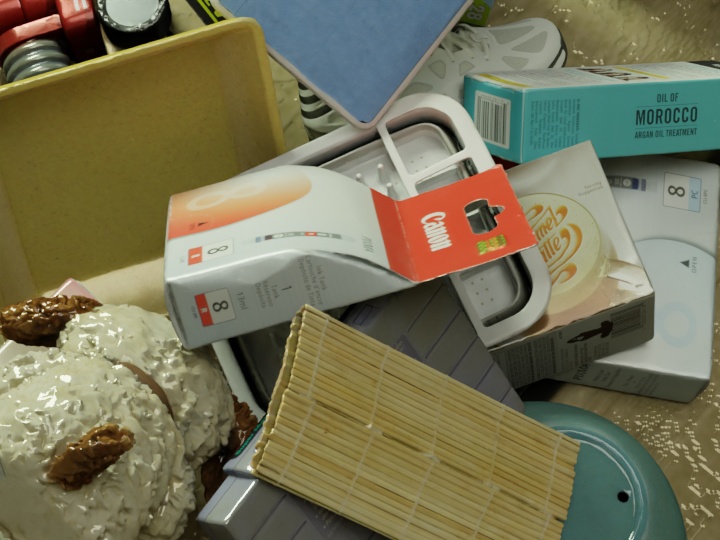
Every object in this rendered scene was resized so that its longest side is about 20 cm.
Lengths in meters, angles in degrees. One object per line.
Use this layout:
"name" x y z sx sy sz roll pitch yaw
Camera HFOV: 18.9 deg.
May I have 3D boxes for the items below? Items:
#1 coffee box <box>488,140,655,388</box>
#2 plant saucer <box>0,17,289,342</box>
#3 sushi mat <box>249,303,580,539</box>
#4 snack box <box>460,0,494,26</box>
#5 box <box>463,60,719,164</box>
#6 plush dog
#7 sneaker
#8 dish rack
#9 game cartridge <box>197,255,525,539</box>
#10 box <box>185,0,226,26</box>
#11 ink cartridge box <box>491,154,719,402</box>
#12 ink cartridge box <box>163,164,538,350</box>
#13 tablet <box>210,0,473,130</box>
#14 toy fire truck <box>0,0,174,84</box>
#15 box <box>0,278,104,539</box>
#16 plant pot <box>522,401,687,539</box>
"coffee box" 0.072 0.014 1.354 0.199 0.080 0.115 -19 66 -1
"plant saucer" -0.145 -0.056 1.327 0.199 0.201 0.049 -18 38 -9
"sushi mat" 0.034 0.102 1.165 0.199 0.012 0.096 28 69 -27
"snack box" 0.010 -0.258 1.450 0.199 0.169 0.068 12 60 -2
"box" 0.172 -0.106 1.423 0.199 0.082 0.049 -5 104 -25
"plush dog" -0.138 0.083 1.149 0.200 0.161 0.172 40 38 -3
"sneaker" 0.047 -0.147 1.424 0.200 0.116 0.076 -27 37 -19
"dish rack" 0.000 0.000 1.301 0.199 0.044 0.172 -24 66 -3
"game cartridge" 0.003 0.103 1.186 0.200 0.038 0.130 -52 119 -28
"box" -0.059 -0.259 1.352 0.200 0.193 0.048 50 20 -17
"ink cartridge box" 0.135 -0.009 1.418 0.199 0.047 0.161 11 64 -6
"ink cartridge box" -0.011 -0.027 1.211 0.199 0.162 0.050 -19 109 2
"tablet" 0.016 -0.200 1.309 0.130 0.014 0.200 39 86 -11
"toy fire truck" -0.215 -0.131 1.393 0.199 0.129 0.177 -17 68 -3
"box" -0.201 0.124 1.254 0.109 0.128 0.200 41 65 4
"plant pot" 0.111 0.160 1.286 0.199 0.135 0.201 3 65 -7
